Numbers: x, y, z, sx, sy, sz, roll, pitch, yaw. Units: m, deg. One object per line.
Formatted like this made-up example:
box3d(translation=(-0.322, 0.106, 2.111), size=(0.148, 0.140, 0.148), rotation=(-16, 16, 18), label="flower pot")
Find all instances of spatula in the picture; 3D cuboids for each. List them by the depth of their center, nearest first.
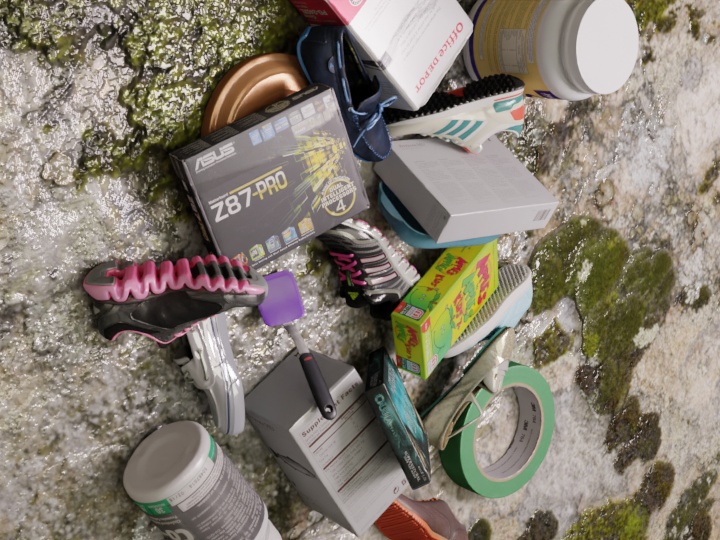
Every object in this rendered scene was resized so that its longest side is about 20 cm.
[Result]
box3d(translation=(-0.073, 0.090, 1.389), size=(0.056, 0.201, 0.021), rotation=(-16, 152, -19), label="spatula")

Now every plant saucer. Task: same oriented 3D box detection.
box3d(translation=(-0.098, -0.157, 1.385), size=(0.200, 0.032, 0.201), rotation=(-10, 106, -37), label="plant saucer")

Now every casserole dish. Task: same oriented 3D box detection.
box3d(translation=(0.106, -0.075, 1.526), size=(0.199, 0.121, 0.039), rotation=(-6, 137, -35), label="casserole dish")

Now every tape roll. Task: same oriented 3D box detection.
box3d(translation=(0.203, 0.232, 1.713), size=(0.200, 0.048, 0.202), rotation=(-9, 105, -38), label="tape roll")

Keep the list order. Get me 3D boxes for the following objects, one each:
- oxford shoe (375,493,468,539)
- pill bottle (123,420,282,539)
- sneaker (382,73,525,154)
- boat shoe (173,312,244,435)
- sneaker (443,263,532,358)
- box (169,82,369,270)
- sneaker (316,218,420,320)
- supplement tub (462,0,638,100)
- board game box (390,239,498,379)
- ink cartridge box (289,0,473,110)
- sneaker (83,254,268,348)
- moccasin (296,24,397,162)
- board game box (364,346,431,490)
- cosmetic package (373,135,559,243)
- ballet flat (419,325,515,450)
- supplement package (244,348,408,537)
box3d(translation=(0.082, 0.349, 1.640), size=(0.200, 0.071, 0.073), rotation=(44, 43, -34), label="oxford shoe")
box3d(translation=(-0.178, 0.280, 1.362), size=(0.113, 0.113, 0.200), rotation=(-47, 125, -22), label="pill bottle")
box3d(translation=(0.120, -0.185, 1.499), size=(0.199, 0.070, 0.094), rotation=(-15, 123, -6), label="sneaker")
box3d(translation=(-0.186, 0.100, 1.355), size=(0.066, 0.073, 0.201), rotation=(-13, 98, -21), label="boat shoe")
box3d(translation=(0.179, 0.076, 1.641), size=(0.200, 0.074, 0.082), rotation=(-36, 127, -26), label="sneaker")
box3d(translation=(-0.100, -0.102, 1.338), size=(0.199, 0.049, 0.162), rotation=(-28, 118, -19), label="box")
box3d(translation=(0.000, 0.000, 1.473), size=(0.200, 0.074, 0.088), rotation=(41, 67, -43), label="sneaker")
box3d(translation=(0.248, -0.299, 1.530), size=(0.145, 0.200, 0.146), rotation=(-10, 106, -37), label="supplement tub")
box3d(translation=(0.116, 0.038, 1.553), size=(0.200, 0.047, 0.102), rotation=(-48, 145, -35), label="board game box")
box3d(translation=(0.029, -0.314, 1.421), size=(0.200, 0.083, 0.146), rotation=(46, 70, -37), label="ink cartridge box")
box3d(translation=(-0.201, 0.039, 1.284), size=(0.199, 0.079, 0.096), rotation=(-1, 113, -4), label="sneaker")
box3d(translation=(-0.006, -0.205, 1.389), size=(0.200, 0.068, 0.081), rotation=(53, 42, -42), label="moccasin")
box3d(translation=(0.048, 0.181, 1.467), size=(0.028, 0.200, 0.136), rotation=(-26, 98, 6), label="board game box")
box3d(translation=(0.138, -0.110, 1.514), size=(0.199, 0.151, 0.052), rotation=(-8, 139, -38), label="cosmetic package")
box3d(translation=(0.159, 0.166, 1.614), size=(0.200, 0.062, 0.067), rotation=(-49, 162, 8), label="ballet flat")
box3d(translation=(-0.039, 0.213, 1.461), size=(0.117, 0.117, 0.200), rotation=(-43, 123, -22), label="supplement package")
